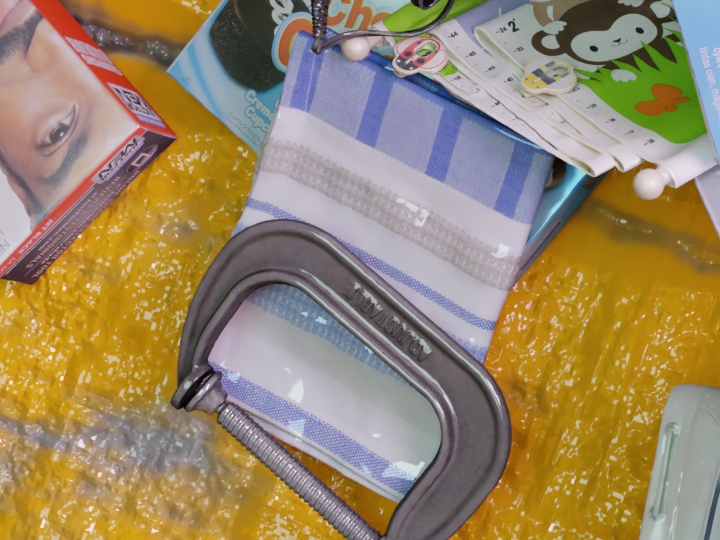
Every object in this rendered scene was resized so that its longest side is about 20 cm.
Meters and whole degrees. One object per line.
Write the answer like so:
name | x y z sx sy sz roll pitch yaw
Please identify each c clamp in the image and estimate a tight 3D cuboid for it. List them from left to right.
c clamp | -0.018 0.082 1.378 0.200 0.027 0.171 46 115 9

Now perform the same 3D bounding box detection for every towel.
towel | 0.000 0.000 1.382 0.147 0.024 0.201 28 112 20

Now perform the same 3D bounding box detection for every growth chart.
growth chart | 0.110 -0.099 1.333 0.200 0.018 0.145 29 53 33

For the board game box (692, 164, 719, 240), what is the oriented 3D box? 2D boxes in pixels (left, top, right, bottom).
board game box | 0.245 -0.055 1.253 0.199 0.200 0.026 -19 112 5

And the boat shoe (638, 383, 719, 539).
boat shoe | 0.136 0.147 1.332 0.086 0.075 0.203 18 105 28

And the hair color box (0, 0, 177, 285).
hair color box | -0.201 -0.103 1.461 0.111 0.064 0.200 -44 77 8

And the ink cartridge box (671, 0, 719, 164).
ink cartridge box | 0.228 -0.152 1.241 0.199 0.125 0.129 -14 45 9

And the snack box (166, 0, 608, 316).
snack box | 0.015 -0.077 1.408 0.200 0.037 0.116 42 100 15

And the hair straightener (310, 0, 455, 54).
hair straightener | 0.051 -0.158 1.289 0.077 0.041 0.200 37 116 -16
